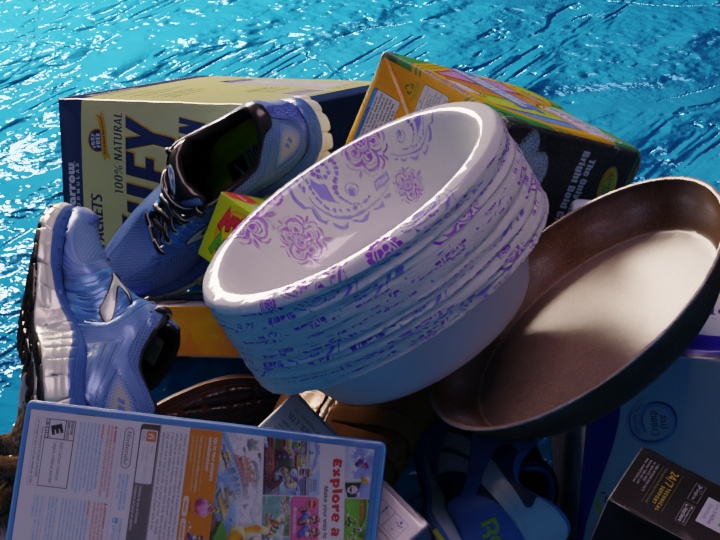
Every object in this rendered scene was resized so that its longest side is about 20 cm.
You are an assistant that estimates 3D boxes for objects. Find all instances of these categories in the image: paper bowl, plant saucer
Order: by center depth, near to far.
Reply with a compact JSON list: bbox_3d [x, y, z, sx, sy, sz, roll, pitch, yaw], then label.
[{"bbox_3d":[0.128,0.027,1.113,0.200,0.035,0.201,-34,21,16],"label":"plant saucer"},{"bbox_3d":[0.017,-0.001,1.144,0.200,0.105,0.201,-29,19,11],"label":"paper bowl"}]

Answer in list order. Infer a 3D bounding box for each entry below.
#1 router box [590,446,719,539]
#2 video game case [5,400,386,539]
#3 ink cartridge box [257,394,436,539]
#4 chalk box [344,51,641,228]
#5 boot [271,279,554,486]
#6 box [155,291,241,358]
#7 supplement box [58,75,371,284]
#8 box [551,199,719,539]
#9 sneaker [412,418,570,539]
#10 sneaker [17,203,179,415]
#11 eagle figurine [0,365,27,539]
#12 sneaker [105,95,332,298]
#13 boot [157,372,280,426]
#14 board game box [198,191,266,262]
[{"bbox_3d":[0.165,0.205,0.951,0.157,0.201,0.052,27,35,14],"label":"router box"},{"bbox_3d":[-0.092,0.153,1.073,0.199,0.144,0.018,7,-13,2],"label":"video game case"},{"bbox_3d":[-0.069,0.177,1.114,0.200,0.042,0.119,-41,60,-10],"label":"ink cartridge box"},{"bbox_3d":[0.095,-0.056,1.344,0.199,0.125,0.124,9,18,-49],"label":"chalk box"},{"bbox_3d":[0.027,0.081,1.204,0.199,0.077,0.155,-11,27,25],"label":"boot"},{"bbox_3d":[-0.086,0.037,1.393,0.199,0.042,0.119,-3,3,31],"label":"box"},{"bbox_3d":[-0.091,-0.072,1.509,0.199,0.135,0.200,4,12,27],"label":"supplement box"},{"bbox_3d":[0.181,0.079,1.243,0.104,0.185,0.200,2,28,1],"label":"box"},{"bbox_3d":[0.081,0.134,1.226,0.082,0.074,0.200,-25,23,6],"label":"sneaker"},{"bbox_3d":[-0.158,0.038,1.199,0.089,0.079,0.201,5,42,-18],"label":"sneaker"},{"bbox_3d":[-0.210,0.118,1.267,0.151,0.151,0.200,34,-16,-19],"label":"eagle figurine"},{"bbox_3d":[-0.115,-0.055,1.353,0.089,0.200,0.079,8,45,-56],"label":"sneaker"},{"bbox_3d":[-0.057,0.097,1.356,0.199,0.075,0.097,-9,5,-9],"label":"boot"},{"bbox_3d":[0.000,0.000,1.340,0.199,0.048,0.101,9,18,-45],"label":"board game box"}]
